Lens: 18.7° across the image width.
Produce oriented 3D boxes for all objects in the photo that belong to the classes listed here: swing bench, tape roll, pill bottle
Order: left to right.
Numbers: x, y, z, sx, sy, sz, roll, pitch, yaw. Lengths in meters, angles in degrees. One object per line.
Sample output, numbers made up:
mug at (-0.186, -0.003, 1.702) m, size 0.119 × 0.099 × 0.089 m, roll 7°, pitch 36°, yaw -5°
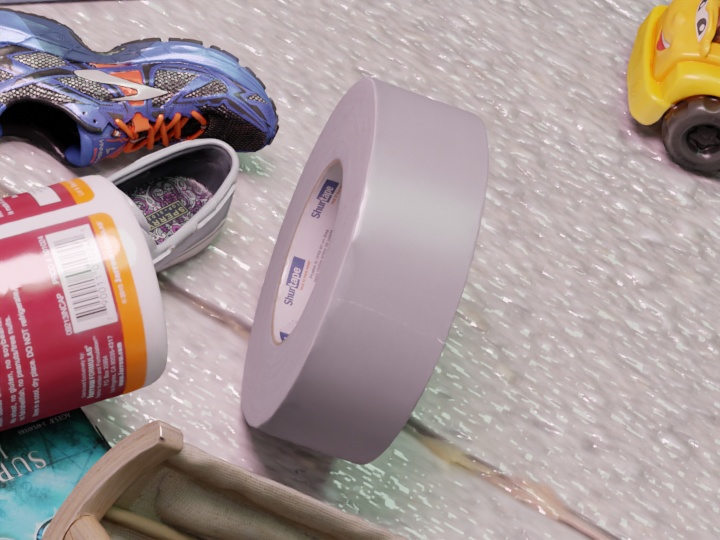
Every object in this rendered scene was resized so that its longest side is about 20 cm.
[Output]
pill bottle at (-0.205, 0.029, 1.083) m, size 0.199 × 0.113 × 0.113 m, roll -16°, pitch 58°, yaw -18°
swing bench at (-0.042, 0.201, 0.972) m, size 0.199 × 0.130 × 0.200 m, roll 29°, pitch 28°, yaw -41°
tape roll at (0.000, 0.000, 1.176) m, size 0.066 × 0.200 × 0.201 m, roll 19°, pitch 45°, yaw -12°

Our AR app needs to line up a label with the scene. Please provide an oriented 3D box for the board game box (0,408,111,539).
board game box at (-0.187, 0.149, 1.063) m, size 0.200 × 0.028 × 0.135 m, roll -20°, pitch 62°, yaw -39°

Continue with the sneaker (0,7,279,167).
sneaker at (-0.146, -0.092, 1.284) m, size 0.199 × 0.075 × 0.079 m, roll 7°, pitch 56°, yaw -12°

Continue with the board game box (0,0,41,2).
board game box at (-0.251, -0.253, 1.385) m, size 0.200 × 0.041 × 0.200 m, roll -8°, pitch 55°, yaw -34°

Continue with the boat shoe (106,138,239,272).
boat shoe at (-0.142, -0.021, 1.209) m, size 0.070 × 0.072 × 0.201 m, roll 43°, pitch 46°, yaw 12°

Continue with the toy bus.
toy bus at (0.306, -0.153, 1.490) m, size 0.200 × 0.192 × 0.136 m, roll 21°, pitch 46°, yaw -8°
